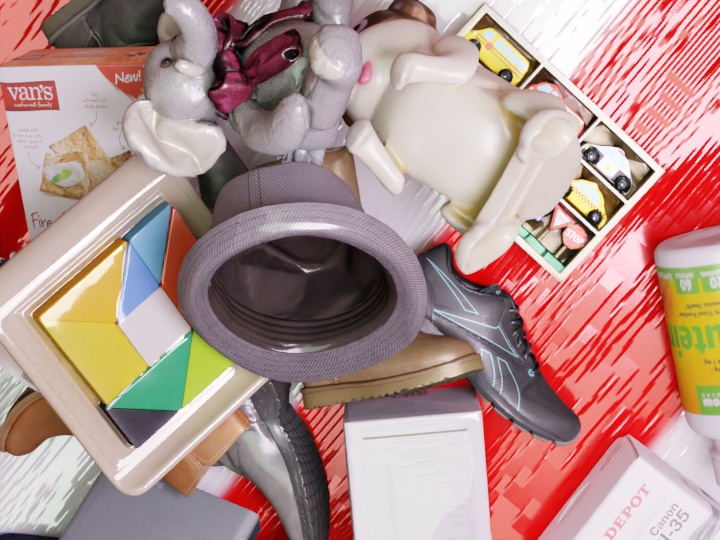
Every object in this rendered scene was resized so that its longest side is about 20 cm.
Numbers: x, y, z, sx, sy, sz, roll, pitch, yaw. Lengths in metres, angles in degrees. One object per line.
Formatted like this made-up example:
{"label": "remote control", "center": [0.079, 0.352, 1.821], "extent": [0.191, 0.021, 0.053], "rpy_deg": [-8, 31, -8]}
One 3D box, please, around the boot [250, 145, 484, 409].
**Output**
{"label": "boot", "center": [0.000, 0.000, 1.411], "extent": [0.174, 0.066, 0.202], "rpy_deg": [-12, 87, 31]}

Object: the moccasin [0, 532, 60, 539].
{"label": "moccasin", "center": [-0.224, 0.264, 1.490], "extent": [0.198, 0.068, 0.081], "rpy_deg": [2, 98, -1]}

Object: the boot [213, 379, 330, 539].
{"label": "boot", "center": [-0.108, 0.151, 1.487], "extent": [0.130, 0.068, 0.202], "rpy_deg": [-17, 97, 15]}

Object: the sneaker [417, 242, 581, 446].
{"label": "sneaker", "center": [0.109, 0.062, 1.456], "extent": [0.200, 0.075, 0.079], "rpy_deg": [40, 94, -5]}

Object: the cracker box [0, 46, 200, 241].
{"label": "cracker box", "center": [-0.198, -0.072, 1.410], "extent": [0.133, 0.058, 0.202], "rpy_deg": [1, 111, 23]}

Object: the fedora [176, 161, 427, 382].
{"label": "fedora", "center": [-0.045, -0.010, 1.324], "extent": [0.176, 0.091, 0.200], "rpy_deg": [-22, 142, 19]}

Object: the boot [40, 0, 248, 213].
{"label": "boot", "center": [-0.144, -0.145, 1.420], "extent": [0.181, 0.072, 0.201], "rpy_deg": [-31, 89, 34]}

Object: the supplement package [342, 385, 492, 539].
{"label": "supplement package", "center": [0.049, 0.205, 1.458], "extent": [0.113, 0.110, 0.202], "rpy_deg": [-4, 97, 1]}

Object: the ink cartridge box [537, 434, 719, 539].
{"label": "ink cartridge box", "center": [0.254, 0.255, 1.476], "extent": [0.199, 0.083, 0.147], "rpy_deg": [37, 97, -4]}

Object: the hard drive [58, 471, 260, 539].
{"label": "hard drive", "center": [-0.184, 0.254, 1.424], "extent": [0.139, 0.033, 0.201], "rpy_deg": [20, 56, 15]}

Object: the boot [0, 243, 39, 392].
{"label": "boot", "center": [-0.273, 0.015, 1.418], "extent": [0.091, 0.200, 0.073], "rpy_deg": [-56, 139, 0]}

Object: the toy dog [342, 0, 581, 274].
{"label": "toy dog", "center": [0.067, -0.125, 1.366], "extent": [0.200, 0.193, 0.140], "rpy_deg": [38, 123, 19]}

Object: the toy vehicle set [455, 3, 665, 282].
{"label": "toy vehicle set", "center": [0.131, -0.103, 1.457], "extent": [0.200, 0.027, 0.124], "rpy_deg": [42, 96, -4]}

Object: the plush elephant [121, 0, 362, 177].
{"label": "plush elephant", "center": [-0.088, -0.149, 1.296], "extent": [0.153, 0.166, 0.201], "rpy_deg": [8, 141, -8]}

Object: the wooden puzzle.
{"label": "wooden puzzle", "center": [-0.161, 0.039, 1.344], "extent": [0.185, 0.037, 0.201], "rpy_deg": [-42, 110, -16]}

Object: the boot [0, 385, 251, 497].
{"label": "boot", "center": [-0.191, 0.124, 1.446], "extent": [0.155, 0.077, 0.200], "rpy_deg": [42, 116, -6]}

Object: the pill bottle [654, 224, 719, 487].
{"label": "pill bottle", "center": [0.306, 0.068, 1.435], "extent": [0.110, 0.111, 0.202], "rpy_deg": [-12, 97, 2]}
